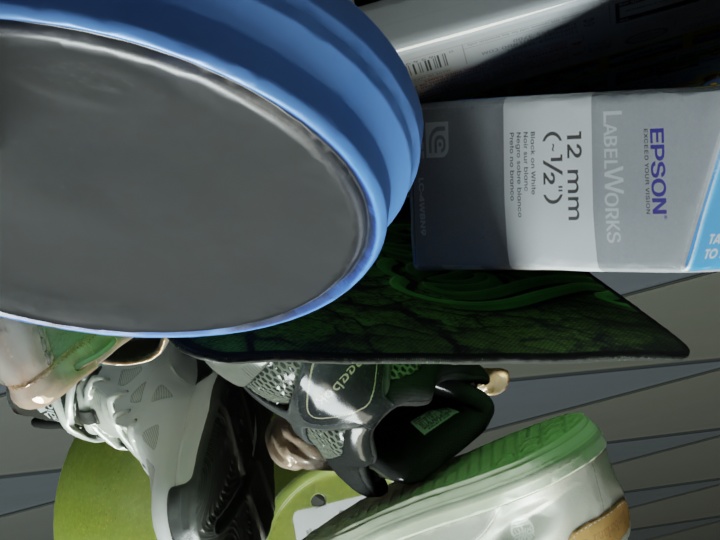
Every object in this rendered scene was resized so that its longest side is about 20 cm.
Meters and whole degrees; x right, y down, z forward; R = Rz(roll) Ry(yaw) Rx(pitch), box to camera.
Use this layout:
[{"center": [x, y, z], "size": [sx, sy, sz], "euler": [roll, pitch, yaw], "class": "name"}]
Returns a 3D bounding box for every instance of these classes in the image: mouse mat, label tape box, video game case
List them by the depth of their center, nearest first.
[{"center": [0.133, -0.031, 0.859], "size": [0.143, 0.066, 0.200], "euler": [-3, -176, -40], "class": "label tape box"}, {"center": [0.000, 0.000, 0.893], "size": [0.199, 0.008, 0.161], "euler": [2, -159, -29], "class": "mouse mat"}, {"center": [0.060, -0.075, 0.919], "size": [0.199, 0.023, 0.182], "euler": [-16, 167, 4], "class": "video game case"}]

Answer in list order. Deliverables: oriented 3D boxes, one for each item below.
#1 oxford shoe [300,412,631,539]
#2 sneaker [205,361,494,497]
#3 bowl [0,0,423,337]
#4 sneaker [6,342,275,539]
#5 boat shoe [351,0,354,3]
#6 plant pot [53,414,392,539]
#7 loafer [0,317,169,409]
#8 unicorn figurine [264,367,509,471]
[{"center": [0.034, 0.107, 0.982], "size": [0.075, 0.058, 0.200], "euler": [-33, -174, -36], "class": "oxford shoe"}, {"center": [-0.012, 0.034, 1.008], "size": [0.076, 0.114, 0.199], "euler": [-47, -170, 0], "class": "sneaker"}, {"center": [-0.083, -0.037, 0.717], "size": [0.200, 0.040, 0.201], "euler": [6, 153, 3], "class": "bowl"}, {"center": [-0.099, 0.072, 1.087], "size": [0.115, 0.076, 0.201], "euler": [-11, -154, 7], "class": "sneaker"}, {"center": [-0.068, -0.055, 0.789], "size": [0.068, 0.072, 0.200], "euler": [-9, 176, -29], "class": "boat shoe"}, {"center": [-0.036, 0.128, 1.192], "size": [0.186, 0.188, 0.200], "euler": [-10, -177, -18], "class": "plant pot"}, {"center": [-0.103, 0.016, 0.958], "size": [0.072, 0.063, 0.200], "euler": [-27, 176, 16], "class": "loafer"}, {"center": [0.009, 0.023, 1.112], "size": [0.137, 0.074, 0.200], "euler": [-17, -164, 31], "class": "unicorn figurine"}]
